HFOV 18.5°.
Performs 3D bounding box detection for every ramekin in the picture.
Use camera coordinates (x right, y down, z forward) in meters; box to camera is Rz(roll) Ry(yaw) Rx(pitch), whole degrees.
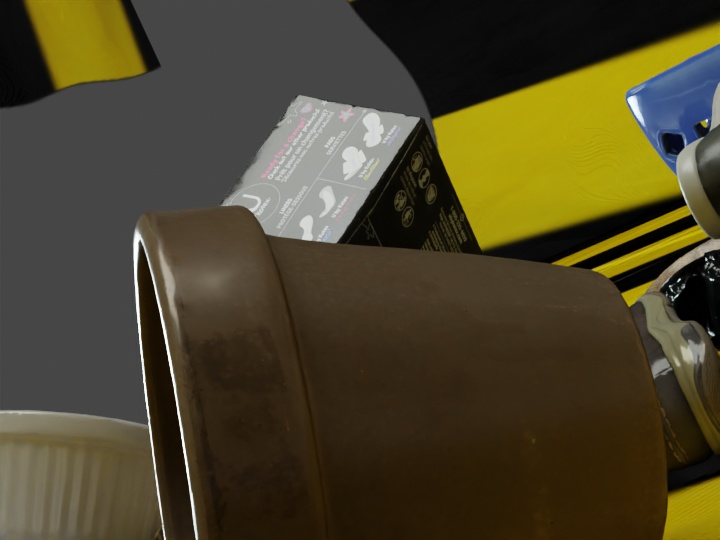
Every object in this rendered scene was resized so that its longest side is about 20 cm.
[{"bbox_3d":[-0.212,0.167,1.549,0.200,0.095,0.203,4,-17,1],"label":"ramekin"}]

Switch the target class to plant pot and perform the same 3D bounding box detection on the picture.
[{"bbox_3d":[0.385,-0.133,1.936,0.199,0.181,0.199,-25,1,41],"label":"plant pot"},{"bbox_3d":[0.014,0.065,0.806,0.173,0.202,0.200,-9,-2,-8],"label":"plant pot"}]

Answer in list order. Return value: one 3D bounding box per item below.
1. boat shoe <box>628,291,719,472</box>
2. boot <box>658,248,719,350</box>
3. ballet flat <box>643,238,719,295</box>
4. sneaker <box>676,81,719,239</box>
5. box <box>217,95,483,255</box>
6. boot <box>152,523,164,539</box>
[{"bbox_3d":[0.128,0.057,1.043,0.073,0.075,0.200,-25,-1,1],"label":"boat shoe"},{"bbox_3d":[0.266,-0.010,1.147,0.168,0.077,0.199,-33,12,-35],"label":"boot"},{"bbox_3d":[0.256,0.001,1.295,0.199,0.068,0.067,-26,16,4],"label":"ballet flat"},{"bbox_3d":[0.241,-0.078,1.189,0.099,0.071,0.200,-23,10,27],"label":"sneaker"},{"bbox_3d":[0.000,0.000,1.494,0.114,0.201,0.133,13,56,34],"label":"box"},{"bbox_3d":[-0.047,0.137,1.443,0.166,0.073,0.200,-28,-2,-21],"label":"boot"}]
